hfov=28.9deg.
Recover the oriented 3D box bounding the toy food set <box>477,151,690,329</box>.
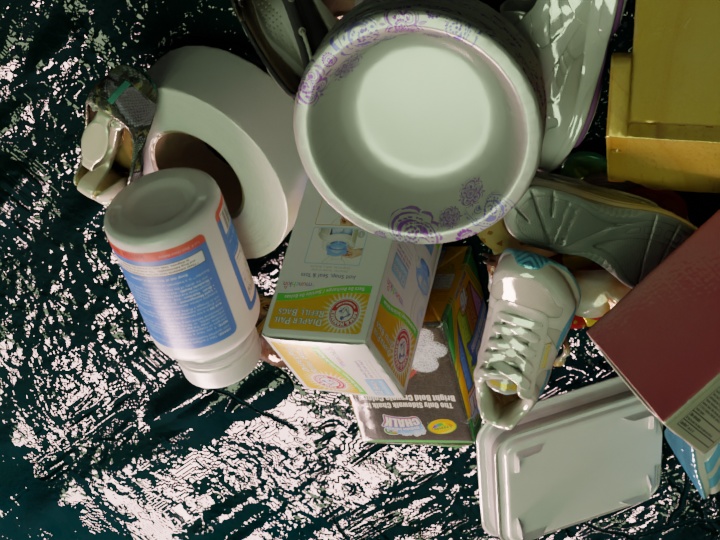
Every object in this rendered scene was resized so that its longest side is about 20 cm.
[{"bbox_3d":[0.212,-0.023,1.282,0.197,0.049,0.201,-10,122,28],"label":"toy food set"}]

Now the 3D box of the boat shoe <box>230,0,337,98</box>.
[{"bbox_3d":[-0.082,-0.234,1.186,0.074,0.060,0.201,-30,88,45],"label":"boat shoe"}]

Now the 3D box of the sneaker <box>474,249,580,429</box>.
[{"bbox_3d":[0.141,0.061,1.218,0.076,0.081,0.201,17,144,16],"label":"sneaker"}]

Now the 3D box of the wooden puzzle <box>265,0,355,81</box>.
[{"bbox_3d":[0.033,-0.183,1.240,0.199,0.037,0.185,28,132,-7],"label":"wooden puzzle"}]

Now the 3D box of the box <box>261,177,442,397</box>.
[{"bbox_3d":[0.000,0.000,1.254,0.101,0.201,0.113,3,150,24],"label":"box"}]

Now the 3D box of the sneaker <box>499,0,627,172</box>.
[{"bbox_3d":[0.158,-0.179,1.163,0.099,0.075,0.201,13,121,4],"label":"sneaker"}]

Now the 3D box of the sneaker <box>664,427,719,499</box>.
[{"bbox_3d":[0.341,0.149,1.347,0.080,0.077,0.201,-25,139,-6],"label":"sneaker"}]

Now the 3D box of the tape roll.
[{"bbox_3d":[-0.136,-0.109,1.312,0.201,0.071,0.203,22,142,19],"label":"tape roll"}]

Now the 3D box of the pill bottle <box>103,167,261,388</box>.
[{"bbox_3d":[-0.158,0.013,1.309,0.111,0.113,0.201,2,132,21],"label":"pill bottle"}]

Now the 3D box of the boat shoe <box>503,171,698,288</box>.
[{"bbox_3d":[0.213,-0.037,1.196,0.200,0.065,0.075,15,118,-11],"label":"boat shoe"}]

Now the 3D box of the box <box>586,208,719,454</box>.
[{"bbox_3d":[0.305,0.037,1.141,0.200,0.109,0.128,-43,148,8],"label":"box"}]

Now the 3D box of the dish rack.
[{"bbox_3d":[0.216,0.194,1.388,0.198,0.044,0.173,-16,127,-12],"label":"dish rack"}]

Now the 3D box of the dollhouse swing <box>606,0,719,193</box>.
[{"bbox_3d":[0.303,-0.170,1.126,0.198,0.177,0.182,3,168,11],"label":"dollhouse swing"}]

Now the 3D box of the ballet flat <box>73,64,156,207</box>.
[{"bbox_3d":[-0.234,-0.105,1.280,0.072,0.072,0.201,25,143,1],"label":"ballet flat"}]

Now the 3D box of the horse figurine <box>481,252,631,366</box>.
[{"bbox_3d":[0.213,0.037,1.266,0.198,0.050,0.133,9,134,20],"label":"horse figurine"}]

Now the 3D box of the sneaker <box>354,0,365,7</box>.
[{"bbox_3d":[0.064,-0.278,1.127,0.200,0.082,0.074,-38,148,29],"label":"sneaker"}]

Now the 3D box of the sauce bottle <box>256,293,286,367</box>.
[{"bbox_3d":[-0.096,0.059,1.422,0.199,0.065,0.065,19,135,34],"label":"sauce bottle"}]

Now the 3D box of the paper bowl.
[{"bbox_3d":[0.052,-0.131,1.133,0.199,0.105,0.202,5,119,9],"label":"paper bowl"}]

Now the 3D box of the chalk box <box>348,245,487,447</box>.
[{"bbox_3d":[0.060,0.091,1.386,0.124,0.124,0.201,0,128,21],"label":"chalk box"}]
